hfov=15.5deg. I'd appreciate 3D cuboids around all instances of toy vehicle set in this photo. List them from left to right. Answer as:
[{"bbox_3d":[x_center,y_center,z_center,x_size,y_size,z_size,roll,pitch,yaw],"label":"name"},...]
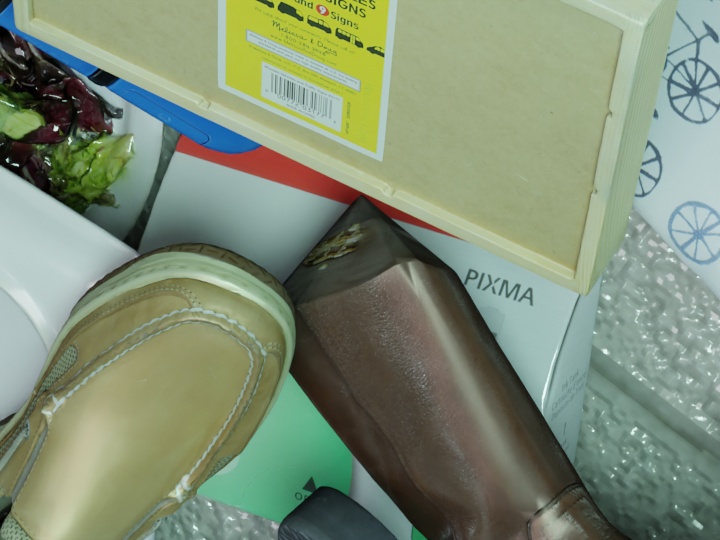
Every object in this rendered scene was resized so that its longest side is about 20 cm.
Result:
[{"bbox_3d":[-0.011,-0.078,0.751,0.200,0.027,0.124,26,147,13],"label":"toy vehicle set"}]

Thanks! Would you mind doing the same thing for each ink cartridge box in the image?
[{"bbox_3d":[0.000,0.000,0.900,0.161,0.050,0.200,18,122,20],"label":"ink cartridge box"}]

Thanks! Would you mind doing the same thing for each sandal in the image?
[{"bbox_3d":[0.007,0.130,0.918,0.076,0.043,0.200,43,157,16],"label":"sandal"}]

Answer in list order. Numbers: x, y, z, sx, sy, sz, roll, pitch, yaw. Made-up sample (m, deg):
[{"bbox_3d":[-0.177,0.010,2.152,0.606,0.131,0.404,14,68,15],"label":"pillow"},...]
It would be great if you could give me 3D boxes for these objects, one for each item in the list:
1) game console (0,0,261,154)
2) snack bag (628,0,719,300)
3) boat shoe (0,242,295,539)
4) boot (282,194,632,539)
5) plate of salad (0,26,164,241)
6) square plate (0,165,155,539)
[{"bbox_3d":[-0.046,-0.167,0.849,0.171,0.118,0.200,31,121,-26],"label":"game console"},{"bbox_3d":[0.113,-0.104,0.731,0.189,0.021,0.200,51,129,21],"label":"snack bag"},{"bbox_3d":[-0.086,0.068,0.856,0.072,0.076,0.200,32,136,-9],"label":"boat shoe"},{"bbox_3d":[0.058,0.062,0.813,0.186,0.064,0.200,-23,98,55],"label":"boot"},{"bbox_3d":[-0.162,-0.075,0.950,0.200,0.048,0.200,11,117,23],"label":"plate of salad"},{"bbox_3d":[-0.157,0.024,0.958,0.200,0.028,0.198,30,142,23],"label":"square plate"}]
